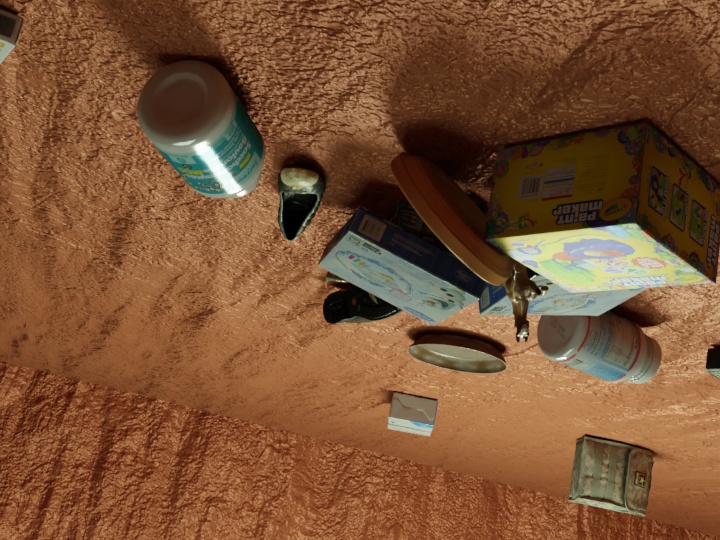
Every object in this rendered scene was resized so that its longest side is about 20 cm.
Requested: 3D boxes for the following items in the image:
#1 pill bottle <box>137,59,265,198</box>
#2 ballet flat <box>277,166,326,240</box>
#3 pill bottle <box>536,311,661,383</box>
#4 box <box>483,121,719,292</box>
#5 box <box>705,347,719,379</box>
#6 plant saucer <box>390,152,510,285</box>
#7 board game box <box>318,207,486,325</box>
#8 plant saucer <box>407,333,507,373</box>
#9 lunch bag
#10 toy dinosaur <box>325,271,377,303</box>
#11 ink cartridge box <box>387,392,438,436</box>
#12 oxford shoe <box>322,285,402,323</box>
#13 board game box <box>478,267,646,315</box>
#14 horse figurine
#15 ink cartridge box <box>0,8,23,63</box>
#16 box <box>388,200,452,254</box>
[{"bbox_3d":[-0.179,-0.157,1.332,0.111,0.111,0.200,6,162,16],"label":"pill bottle"},{"bbox_3d":[-0.083,-0.095,1.550,0.066,0.057,0.200,10,162,0],"label":"ballet flat"},{"bbox_3d":[0.394,0.119,1.829,0.200,0.109,0.109,22,160,-30],"label":"pill bottle"},{"bbox_3d":[0.286,-0.066,1.305,0.200,0.122,0.192,-6,157,44],"label":"box"},{"bbox_3d":[0.721,0.178,1.907,0.193,0.048,0.200,-2,159,42],"label":"box"},{"bbox_3d":[0.115,-0.067,1.352,0.032,0.200,0.200,-42,138,16],"label":"plant saucer"},{"bbox_3d":[0.055,-0.001,1.576,0.200,0.043,0.199,28,161,-7],"label":"board game box"},{"bbox_3d":[0.194,0.163,2.217,0.200,0.032,0.200,11,162,4],"label":"plant saucer"},{"bbox_3d":[0.640,0.520,2.820,0.200,0.164,0.118,12,164,-2],"label":"lunch bag"},{"bbox_3d":[0.000,0.000,1.763,0.101,0.058,0.200,11,-170,4],"label":"toy dinosaur"},{"bbox_3d":[0.130,0.369,2.834,0.116,0.068,0.200,11,163,4],"label":"ink cartridge box"},{"bbox_3d":[0.026,0.054,1.950,0.084,0.073,0.200,4,172,-38],"label":"oxford shoe"},{"bbox_3d":[0.297,0.020,1.605,0.199,0.043,0.200,2,162,-17],"label":"board game box"},{"bbox_3d":[0.193,-0.014,1.481,0.050,0.200,0.133,-24,163,-7],"label":"horse figurine"},{"bbox_3d":[-0.510,-0.277,1.275,0.200,0.043,0.198,19,161,-28],"label":"ink cartridge box"},{"bbox_3d":[0.133,-0.033,1.621,0.200,0.049,0.161,13,159,-5],"label":"box"}]
